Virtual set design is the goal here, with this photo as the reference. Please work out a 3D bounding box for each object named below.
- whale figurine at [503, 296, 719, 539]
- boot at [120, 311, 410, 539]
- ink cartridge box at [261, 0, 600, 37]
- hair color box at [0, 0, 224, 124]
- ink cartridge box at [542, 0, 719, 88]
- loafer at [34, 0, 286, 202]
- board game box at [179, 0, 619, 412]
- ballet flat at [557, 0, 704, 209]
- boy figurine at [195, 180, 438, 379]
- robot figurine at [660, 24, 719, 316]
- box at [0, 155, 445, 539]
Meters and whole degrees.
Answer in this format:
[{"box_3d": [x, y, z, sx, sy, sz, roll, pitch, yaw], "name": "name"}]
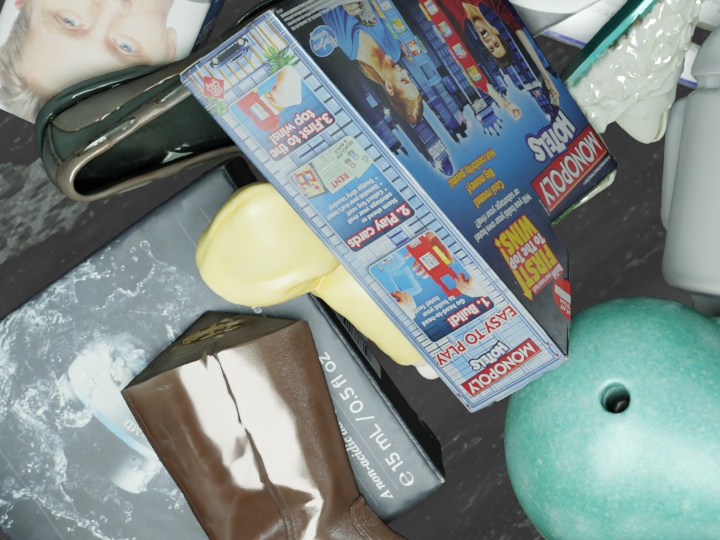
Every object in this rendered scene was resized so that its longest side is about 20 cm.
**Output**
[{"box_3d": [0.159, 0.083, 1.068, 0.200, 0.104, 0.159, 19, 77, 25], "name": "whale figurine"}, {"box_3d": [0.002, 0.097, 1.133, 0.186, 0.064, 0.200, -23, 91, -1], "name": "boot"}, {"box_3d": [0.019, -0.192, 1.205, 0.200, 0.043, 0.198, -29, 93, 22], "name": "ink cartridge box"}, {"box_3d": [-0.113, -0.162, 1.196, 0.100, 0.061, 0.200, 24, 114, -1], "name": "hair color box"}, {"box_3d": [0.214, -0.185, 1.215, 0.198, 0.043, 0.200, 20, 110, 0], "name": "ink cartridge box"}, {"box_3d": [-0.062, -0.081, 1.167, 0.200, 0.063, 0.072, -22, 122, -2], "name": "loafer"}, {"box_3d": [0.038, -0.047, 1.093, 0.062, 0.200, 0.200, -31, 93, 33], "name": "board game box"}, {"box_3d": [0.117, -0.078, 1.206, 0.072, 0.072, 0.200, 46, 124, -3], "name": "ballet flat"}, {"box_3d": [0.000, 0.000, 1.130, 0.064, 0.200, 0.124, -42, 64, 22], "name": "boy figurine"}, {"box_3d": [0.211, -0.047, 1.161, 0.113, 0.170, 0.200, 7, 92, -43], "name": "robot figurine"}, {"box_3d": [-0.091, 0.078, 1.215, 0.200, 0.117, 0.197, -35, 93, 3], "name": "box"}]
